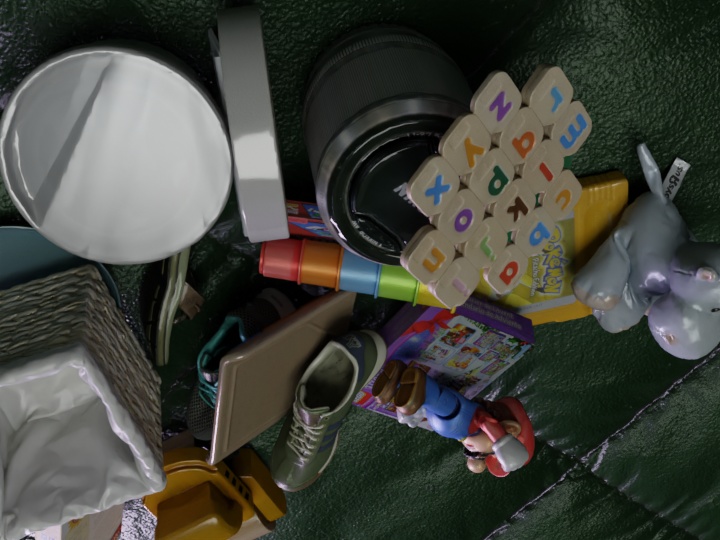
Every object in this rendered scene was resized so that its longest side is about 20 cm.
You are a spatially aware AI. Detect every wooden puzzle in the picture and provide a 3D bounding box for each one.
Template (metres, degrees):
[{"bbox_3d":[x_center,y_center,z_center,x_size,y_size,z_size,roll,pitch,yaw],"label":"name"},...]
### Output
[{"bbox_3d":[-0.085,0.101,1.066,0.185,0.037,0.200,-31,153,-36],"label":"wooden puzzle"}]

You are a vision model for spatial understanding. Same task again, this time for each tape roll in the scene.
[{"bbox_3d":[-0.091,-0.124,0.870,0.037,0.203,0.203,-8,127,-3],"label":"tape roll"}]

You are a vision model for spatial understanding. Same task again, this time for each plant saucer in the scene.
[{"bbox_3d":[-0.348,0.032,1.045,0.199,0.027,0.201,-4,126,-6],"label":"plant saucer"}]

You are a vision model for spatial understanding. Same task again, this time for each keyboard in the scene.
[{"bbox_3d":[-0.121,-0.125,0.953,0.011,0.056,0.201,-10,127,-7],"label":"keyboard"}]

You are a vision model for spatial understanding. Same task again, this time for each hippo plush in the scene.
[{"bbox_3d":[0.339,0.005,1.043,0.159,0.161,0.200,13,110,-40],"label":"hippo plush"}]

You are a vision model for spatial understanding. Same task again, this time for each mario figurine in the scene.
[{"bbox_3d":[0.106,0.177,1.106,0.200,0.124,0.106,28,118,-26],"label":"mario figurine"}]

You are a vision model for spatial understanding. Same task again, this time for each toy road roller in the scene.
[{"bbox_3d":[-0.177,0.280,1.180,0.123,0.146,0.200,-26,126,9],"label":"toy road roller"}]

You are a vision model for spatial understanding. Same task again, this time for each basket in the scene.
[{"bbox_3d":[-0.318,0.131,1.006,0.199,0.161,0.199,-19,127,3],"label":"basket"}]

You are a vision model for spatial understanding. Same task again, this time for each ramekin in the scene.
[{"bbox_3d":[-0.213,-0.114,0.908,0.202,0.094,0.203,-3,118,-5],"label":"ramekin"}]

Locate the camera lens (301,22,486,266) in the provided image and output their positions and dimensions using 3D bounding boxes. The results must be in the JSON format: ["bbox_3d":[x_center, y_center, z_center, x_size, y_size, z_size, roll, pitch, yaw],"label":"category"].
[{"bbox_3d":[0.032,-0.113,0.899,0.159,0.200,0.160,-5,126,-6],"label":"camera lens"}]

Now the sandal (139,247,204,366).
[{"bbox_3d":[-0.184,0.018,1.036,0.057,0.080,0.201,2,126,-28],"label":"sandal"}]

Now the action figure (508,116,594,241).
[{"bbox_3d":[0.151,-0.068,1.008,0.118,0.055,0.200,-4,130,-15],"label":"action figure"}]

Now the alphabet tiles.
[{"bbox_3d":[0.112,-0.066,0.823,0.200,0.015,0.196,-53,140,-2],"label":"alphabet tiles"}]

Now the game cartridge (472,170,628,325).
[{"bbox_3d":[0.192,-0.012,1.106,0.199,0.032,0.177,-11,127,0],"label":"game cartridge"}]

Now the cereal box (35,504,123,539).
[{"bbox_3d":[-0.319,0.282,1.160,0.039,0.144,0.201,20,123,9],"label":"cereal box"}]

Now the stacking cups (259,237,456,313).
[{"bbox_3d":[0.000,0.000,1.012,0.199,0.061,0.061,8,125,3],"label":"stacking cups"}]

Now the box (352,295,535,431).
[{"bbox_3d":[0.080,0.100,1.134,0.137,0.039,0.200,22,134,-24],"label":"box"}]

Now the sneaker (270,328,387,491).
[{"bbox_3d":[-0.050,0.147,1.069,0.201,0.067,0.090,-59,160,8],"label":"sneaker"}]

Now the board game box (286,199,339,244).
[{"bbox_3d":[0.013,-0.038,1.004,0.199,0.020,0.103,7,169,-3],"label":"board game box"}]

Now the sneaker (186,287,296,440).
[{"bbox_3d":[-0.148,0.105,1.084,0.091,0.078,0.200,-16,139,-59],"label":"sneaker"}]
